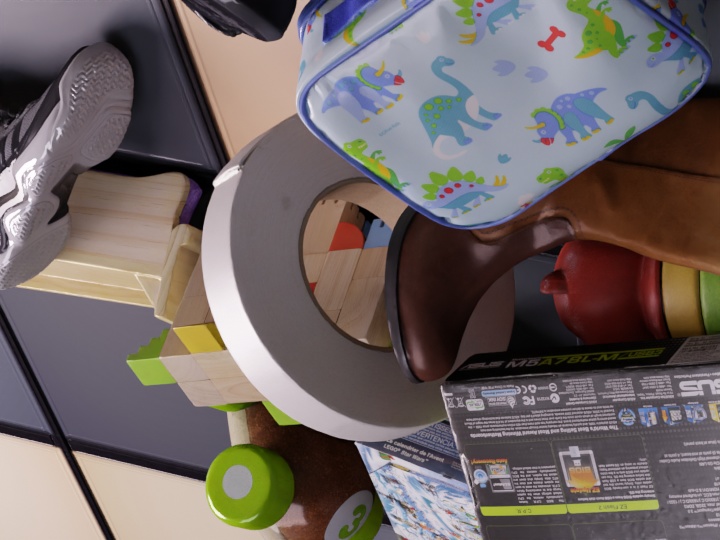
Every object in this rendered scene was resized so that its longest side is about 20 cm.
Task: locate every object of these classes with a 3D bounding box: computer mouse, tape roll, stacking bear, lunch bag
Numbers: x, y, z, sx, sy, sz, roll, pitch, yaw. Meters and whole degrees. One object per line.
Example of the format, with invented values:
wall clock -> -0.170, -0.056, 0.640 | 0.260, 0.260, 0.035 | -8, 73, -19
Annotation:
computer mouse -> -0.087, -0.173, 1.529 | 0.138, 0.053, 0.200 | 34, 178, -22
tape roll -> 0.000, 0.000, 1.648 | 0.203, 0.203, 0.037 | 36, 148, -18
stacking bear -> 0.205, 0.010, 1.589 | 0.200, 0.121, 0.114 | -1, 104, 26
lunch bag -> 0.072, -0.120, 1.470 | 0.161, 0.082, 0.200 | 33, 130, -30

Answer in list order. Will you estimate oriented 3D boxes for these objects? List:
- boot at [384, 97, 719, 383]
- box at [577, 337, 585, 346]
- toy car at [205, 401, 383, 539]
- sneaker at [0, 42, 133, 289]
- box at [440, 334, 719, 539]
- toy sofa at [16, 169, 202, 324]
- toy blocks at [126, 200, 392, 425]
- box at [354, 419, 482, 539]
boot -> 0.123, -0.015, 1.568 | 0.200, 0.188, 0.068 | 10, 165, 25
box -> 0.171, 0.155, 1.761 | 0.049, 0.200, 0.161 | -5, 147, 6
toy car -> 0.013, 0.092, 1.850 | 0.200, 0.158, 0.164 | -19, 161, 22
sneaker -> -0.222, -0.088, 1.786 | 0.114, 0.075, 0.200 | 45, 129, 19
box -> 0.161, 0.136, 1.579 | 0.200, 0.048, 0.193 | -7, 110, 32
toy sofa -> -0.183, -0.019, 1.882 | 0.200, 0.098, 0.083 | 8, 170, 26
toy blocks -> -0.033, 0.012, 1.767 | 0.200, 0.137, 0.100 | -6, 136, 30
box -> 0.083, 0.162, 1.794 | 0.137, 0.040, 0.200 | 20, 156, 23
